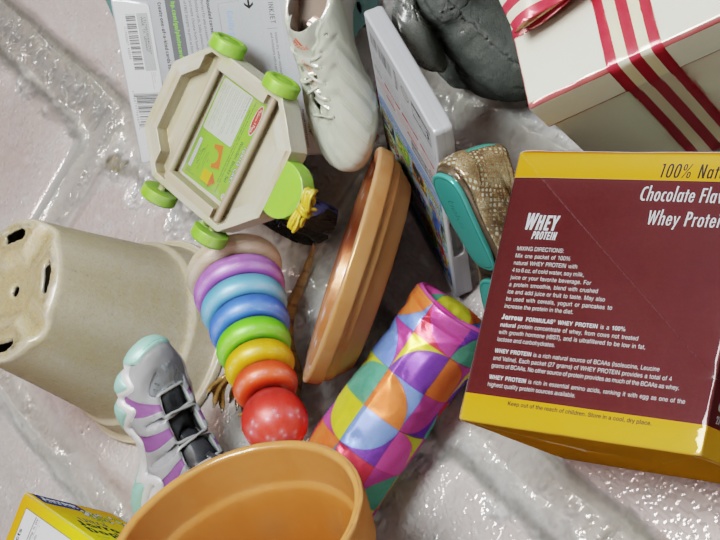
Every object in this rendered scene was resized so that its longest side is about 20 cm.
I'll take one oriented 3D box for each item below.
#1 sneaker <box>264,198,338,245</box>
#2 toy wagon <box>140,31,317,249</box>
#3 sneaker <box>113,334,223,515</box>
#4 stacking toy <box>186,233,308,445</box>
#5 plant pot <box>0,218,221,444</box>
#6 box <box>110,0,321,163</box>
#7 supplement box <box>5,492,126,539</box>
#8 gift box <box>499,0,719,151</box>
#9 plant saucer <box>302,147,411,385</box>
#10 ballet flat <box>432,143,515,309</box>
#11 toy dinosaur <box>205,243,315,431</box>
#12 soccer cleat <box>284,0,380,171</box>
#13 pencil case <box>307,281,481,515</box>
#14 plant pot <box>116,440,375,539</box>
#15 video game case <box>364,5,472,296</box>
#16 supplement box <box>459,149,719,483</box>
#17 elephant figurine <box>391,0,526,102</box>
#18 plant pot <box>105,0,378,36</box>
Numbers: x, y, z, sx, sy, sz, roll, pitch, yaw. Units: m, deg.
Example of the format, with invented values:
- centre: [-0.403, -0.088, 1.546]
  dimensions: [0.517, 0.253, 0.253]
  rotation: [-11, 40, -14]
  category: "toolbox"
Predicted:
- centre: [-0.087, -0.086, 1.480]
  dimensions: [0.200, 0.075, 0.079]
  rotation: [30, 91, 42]
  category: "sneaker"
- centre: [-0.101, -0.095, 1.349]
  dimensions: [0.200, 0.039, 0.156]
  rotation: [38, 111, 30]
  category: "toy wagon"
- centre: [-0.133, 0.156, 1.386]
  dimensions: [0.139, 0.078, 0.201]
  rotation: [19, 129, 35]
  category: "sneaker"
- centre: [-0.084, 0.066, 1.354]
  dimensions: [0.085, 0.085, 0.201]
  rotation: [-40, 48, 23]
  category: "stacking toy"
- centre: [-0.254, 0.042, 1.498]
  dimensions: [0.200, 0.183, 0.202]
  rotation: [-17, 62, 36]
  category: "plant pot"
- centre: [-0.105, -0.174, 1.417]
  dimensions: [0.199, 0.157, 0.041]
  rotation: [-2, 28, 12]
  category: "box"
- centre: [-0.222, 0.288, 1.424]
  dimensions: [0.200, 0.109, 0.109]
  rotation: [23, 89, 43]
  category: "supplement box"
- centre: [0.196, -0.196, 1.179]
  dimensions: [0.184, 0.187, 0.201]
  rotation: [-28, 58, 22]
  category: "gift box"
- centre: [0.000, 0.000, 1.325]
  dimensions: [0.200, 0.037, 0.201]
  rotation: [-163, 90, -86]
  category: "plant saucer"
- centre: [0.117, -0.008, 1.219]
  dimensions: [0.065, 0.201, 0.070]
  rotation: [-34, 32, -20]
  category: "ballet flat"
- centre: [-0.074, 0.085, 1.424]
  dimensions: [0.106, 0.060, 0.201]
  rotation: [-19, 48, 23]
  category: "toy dinosaur"
- centre: [-0.030, -0.176, 1.321]
  dimensions: [0.069, 0.077, 0.201]
  rotation: [3, 106, 30]
  category: "soccer cleat"
- centre: [0.024, 0.107, 1.296]
  dimensions: [0.200, 0.088, 0.088]
  rotation: [-54, 47, 10]
  category: "pencil case"
- centre: [-0.070, 0.242, 1.209]
  dimensions: [0.199, 0.141, 0.200]
  rotation: [-17, 29, 10]
  category: "plant pot"
- centre: [0.047, -0.092, 1.292]
  dimensions: [0.018, 0.200, 0.144]
  rotation: [-21, 53, -8]
  category: "video game case"
- centre: [0.203, 0.032, 1.131]
  dimensions: [0.197, 0.133, 0.201]
  rotation: [4, 76, 42]
  category: "supplement box"
- centre: [0.070, -0.218, 1.301]
  dimensions: [0.155, 0.200, 0.142]
  rotation: [7, 77, 42]
  category: "elephant figurine"
- centre: [-0.097, -0.240, 1.477]
  dimensions: [0.199, 0.142, 0.141]
  rotation: [-9, 28, 26]
  category: "plant pot"
